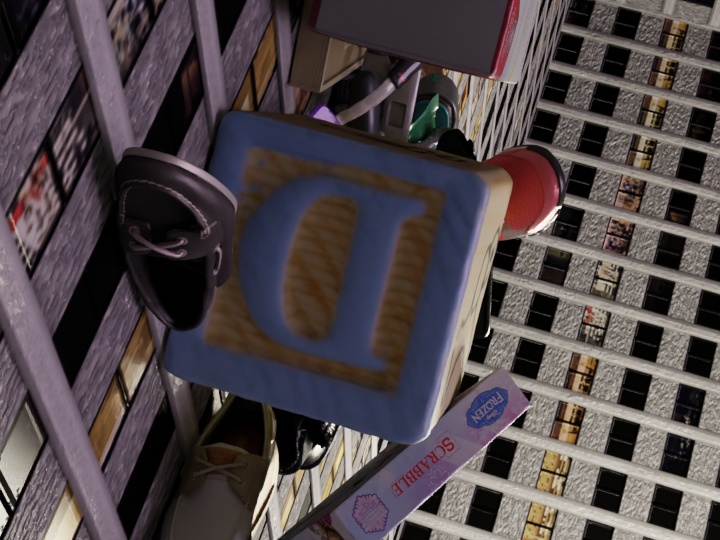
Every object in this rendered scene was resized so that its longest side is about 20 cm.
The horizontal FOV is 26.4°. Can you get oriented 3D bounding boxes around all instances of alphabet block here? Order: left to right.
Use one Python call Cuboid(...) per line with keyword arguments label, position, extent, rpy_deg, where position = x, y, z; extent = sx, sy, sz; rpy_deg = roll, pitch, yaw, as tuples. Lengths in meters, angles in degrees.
Cuboid(label="alphabet block", position=(-0.008, -0.003, 1.122), extent=(0.200, 0.194, 0.198), rpy_deg=(-20, 126, -79))

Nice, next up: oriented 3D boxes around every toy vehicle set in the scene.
Cuboid(label="toy vehicle set", position=(-0.009, -0.226, 1.272), extent=(0.200, 0.026, 0.126), rpy_deg=(-50, 154, -69))

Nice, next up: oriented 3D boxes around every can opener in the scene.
Cuboid(label="can opener", position=(0.027, -0.192, 1.297), extent=(0.067, 0.053, 0.202), rpy_deg=(-54, 156, -64))

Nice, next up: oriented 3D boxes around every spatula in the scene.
Cuboid(label="spatula", position=(0.013, -0.146, 1.273), extent=(0.200, 0.021, 0.057), rpy_deg=(-43, 125, -10))

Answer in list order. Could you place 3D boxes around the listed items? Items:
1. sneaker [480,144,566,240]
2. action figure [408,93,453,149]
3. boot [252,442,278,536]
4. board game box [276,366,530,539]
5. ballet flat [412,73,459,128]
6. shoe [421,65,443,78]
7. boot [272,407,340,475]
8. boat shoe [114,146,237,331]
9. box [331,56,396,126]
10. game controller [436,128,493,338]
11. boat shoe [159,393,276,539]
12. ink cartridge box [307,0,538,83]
Cuboid(label="sneaker", position=(0.079, -0.044, 1.244), extent=(0.086, 0.199, 0.075), rpy_deg=(-25, 96, -45))
Cuboid(label="action figure", position=(0.008, -0.060, 1.378), extent=(0.199, 0.055, 0.119), rpy_deg=(-38, 145, -21))
Cuboid(label="boot", position=(-0.120, 0.250, 1.274), extent=(0.200, 0.065, 0.177), rpy_deg=(-62, 165, -58))
Cuboid(label="board game box", position=(0.014, 0.174, 1.202), extent=(0.199, 0.041, 0.200), rpy_deg=(-36, 176, -35))
Cuboid(label="ballet flat", position=(0.065, -0.099, 1.502), extent=(0.064, 0.067, 0.202), rpy_deg=(-73, 173, -55))
Cuboid(label="shoe", position=(0.066, -0.250, 1.642), extent=(0.053, 0.070, 0.201), rpy_deg=(-29, -155, 32))
Cuboid(label="boot", position=(-0.037, 0.104, 1.497), extent=(0.168, 0.076, 0.202), rpy_deg=(65, 47, -82))
Cuboid(label="boat shoe", position=(-0.108, -0.013, 0.903), extent=(0.200, 0.066, 0.058), rpy_deg=(87, 16, -74))
Cuboid(label="box", position=(0.008, -0.126, 1.475), extent=(0.158, 0.049, 0.202), rpy_deg=(-59, 161, -57))
Cuboid(label="game controller", position=(0.095, -0.029, 1.380), extent=(0.201, 0.042, 0.105), rpy_deg=(86, -22, -49))
Cuboid(label="boat shoe", position=(-0.110, 0.164, 1.189), extent=(0.201, 0.074, 0.069), rpy_deg=(-77, 174, -56))
Cuboid(label="ink cartridge box", position=(0.062, -0.228, 1.158), extent=(0.200, 0.143, 0.147), rpy_deg=(-23, 128, -78))
